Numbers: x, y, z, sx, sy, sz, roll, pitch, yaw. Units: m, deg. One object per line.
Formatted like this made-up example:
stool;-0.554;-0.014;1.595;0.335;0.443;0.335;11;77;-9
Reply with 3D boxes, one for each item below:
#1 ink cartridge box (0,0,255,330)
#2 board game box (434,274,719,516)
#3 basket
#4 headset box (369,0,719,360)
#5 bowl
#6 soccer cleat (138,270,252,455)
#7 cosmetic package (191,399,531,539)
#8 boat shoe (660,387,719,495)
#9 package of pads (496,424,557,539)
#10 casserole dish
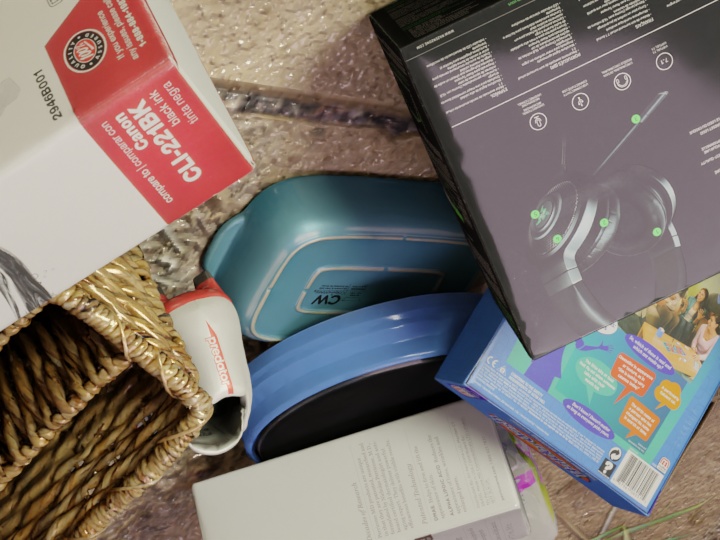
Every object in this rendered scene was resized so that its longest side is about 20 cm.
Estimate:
ink cartridge box;-0.168;-0.058;0.709;0.200;0.145;0.084;-33;142;4
board game box;0.158;0.022;0.976;0.152;0.045;0.200;37;78;-19
basket;-0.200;0.065;0.833;0.200;0.149;0.143;-43;142;19
headset box;0.126;-0.074;0.851;0.174;0.093;0.200;-26;112;1
bowl;0.015;0.077;1.036;0.200;0.040;0.201;-15;157;-6
soccer cleat;-0.099;0.077;0.945;0.068;0.085;0.200;-16;157;-19
cosmetic package;0.002;0.156;1.050;0.199;0.081;0.113;-19;159;4
boat shoe;0.251;0.099;1.247;0.073;0.063;0.200;-3;136;-30
package of pads;0.062;0.177;1.199;0.154;0.068;0.200;-28;151;-1
casserole dish;0.000;0.000;0.983;0.199;0.039;0.121;3;133;-35
